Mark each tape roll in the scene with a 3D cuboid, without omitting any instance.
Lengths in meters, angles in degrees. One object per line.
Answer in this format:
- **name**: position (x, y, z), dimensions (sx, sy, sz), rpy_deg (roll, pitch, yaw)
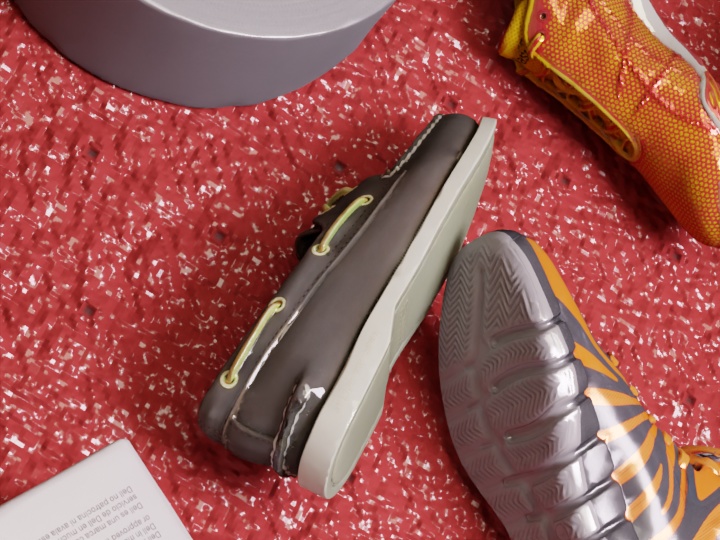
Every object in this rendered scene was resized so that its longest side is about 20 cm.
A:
- **tape roll**: position (-0.067, -0.172, 0.981), dimensions (0.199, 0.066, 0.202), rpy_deg (10, 63, -21)

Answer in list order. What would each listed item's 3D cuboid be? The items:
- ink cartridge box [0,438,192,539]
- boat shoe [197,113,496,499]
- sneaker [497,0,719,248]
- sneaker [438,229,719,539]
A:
- **ink cartridge box**: position (-0.094, 0.183, 0.786), dimensions (0.145, 0.084, 0.201), rpy_deg (-28, 81, -33)
- **boat shoe**: position (0.000, 0.000, 0.928), dimensions (0.060, 0.072, 0.202), rpy_deg (20, 48, 10)
- **sneaker**: position (0.107, -0.092, 1.040), dimensions (0.077, 0.073, 0.201), rpy_deg (-28, 76, -11)
- **sneaker**: position (0.107, 0.073, 0.951), dimensions (0.112, 0.077, 0.201), rpy_deg (-17, 88, -37)
